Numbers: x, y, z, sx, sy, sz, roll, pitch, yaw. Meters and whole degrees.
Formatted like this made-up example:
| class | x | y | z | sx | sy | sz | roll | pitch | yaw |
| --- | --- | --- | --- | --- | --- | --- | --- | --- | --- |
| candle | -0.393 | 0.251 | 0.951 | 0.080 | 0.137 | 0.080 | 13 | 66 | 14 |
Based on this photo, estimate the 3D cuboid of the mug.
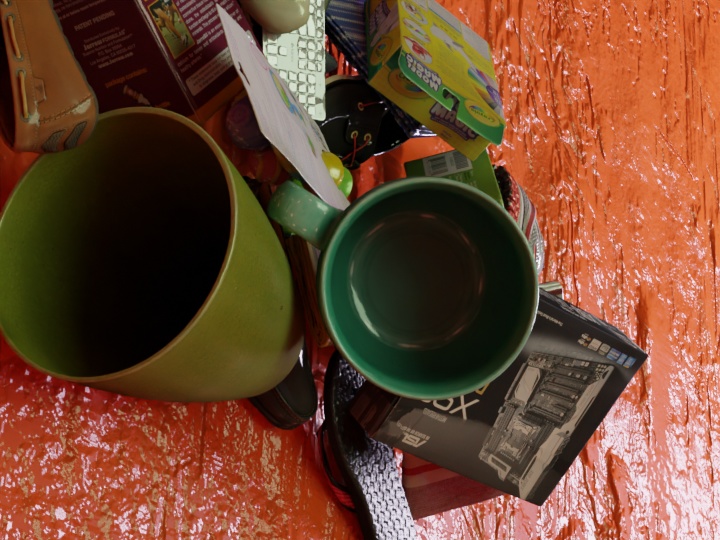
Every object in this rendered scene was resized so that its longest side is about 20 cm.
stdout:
| class | x | y | z | sx | sy | sz | roll | pitch | yaw |
| --- | --- | --- | --- | --- | --- | --- | --- | --- | --- |
| mug | 0.036 | -0.004 | 1.265 | 0.186 | 0.152 | 0.114 | 63 | -1 | -4 |

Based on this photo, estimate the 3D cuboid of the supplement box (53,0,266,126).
| class | x | y | z | sx | sy | sz | roll | pitch | yaw |
| --- | --- | --- | --- | --- | --- | --- | --- | --- | --- |
| supplement box | -0.166 | -0.204 | 1.314 | 0.201 | 0.085 | 0.110 | 62 | 36 | -16 |

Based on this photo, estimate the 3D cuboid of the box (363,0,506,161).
| class | x | y | z | sx | sy | sz | roll | pitch | yaw |
| --- | --- | --- | --- | --- | --- | --- | --- | --- | --- |
| box | 0.061 | -0.168 | 1.495 | 0.117 | 0.048 | 0.200 | 35 | 21 | -19 |

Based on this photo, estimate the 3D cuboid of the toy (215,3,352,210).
| class | x | y | z | sx | sy | sz | roll | pitch | yaw |
| --- | --- | --- | --- | --- | --- | --- | --- | --- | --- |
| toy | -0.063 | -0.095 | 1.306 | 0.200 | 0.047 | 0.116 | 40 | 25 | -59 |

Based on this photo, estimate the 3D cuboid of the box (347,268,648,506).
| class | x | y | z | sx | sy | sz | roll | pitch | yaw |
| --- | --- | --- | --- | --- | --- | --- | --- | --- | --- |
| box | 0.110 | 0.087 | 1.414 | 0.200 | 0.158 | 0.050 | 26 | 13 | -37 |

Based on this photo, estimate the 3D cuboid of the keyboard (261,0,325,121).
| class | x | y | z | sx | sy | sz | roll | pitch | yaw |
| --- | --- | --- | --- | --- | --- | --- | --- | --- | --- |
| keyboard | -0.054 | -0.219 | 1.423 | 0.056 | 0.011 | 0.201 | 6 | 78 | -36 |

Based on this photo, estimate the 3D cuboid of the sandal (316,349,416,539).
| class | x | y | z | sx | sy | sz | roll | pitch | yaw |
| --- | --- | --- | --- | --- | --- | --- | --- | --- | --- |
| sandal | -0.004 | 0.157 | 1.436 | 0.075 | 0.045 | 0.201 | -41 | 125 | -47 |

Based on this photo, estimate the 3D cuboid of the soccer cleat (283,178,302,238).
| class | x | y | z | sx | sy | sz | roll | pitch | yaw |
| --- | --- | --- | --- | --- | --- | --- | --- | --- | --- |
| soccer cleat | 0.000 | 0.000 | 1.483 | 0.200 | 0.067 | 0.081 | 53 | 27 | -26 |

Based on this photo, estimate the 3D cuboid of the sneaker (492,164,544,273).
| class | x | y | z | sx | sy | sz | roll | pitch | yaw |
| --- | --- | --- | --- | --- | --- | --- | --- | --- | --- |
| sneaker | 0.141 | 0.002 | 1.664 | 0.082 | 0.078 | 0.201 | 33 | 51 | -44 |

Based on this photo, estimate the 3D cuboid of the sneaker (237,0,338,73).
| class | x | y | z | sx | sy | sz | roll | pitch | yaw |
| --- | --- | --- | --- | --- | --- | --- | --- | --- | --- |
| sneaker | -0.068 | -0.243 | 1.466 | 0.081 | 0.074 | 0.201 | -4 | 86 | -34 |

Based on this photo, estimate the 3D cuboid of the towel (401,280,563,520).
| class | x | y | z | sx | sy | sz | roll | pitch | yaw |
| --- | --- | --- | --- | --- | --- | --- | --- | --- | --- |
| towel | 0.098 | 0.107 | 1.467 | 0.143 | 0.023 | 0.201 | -13 | 123 | -21 |

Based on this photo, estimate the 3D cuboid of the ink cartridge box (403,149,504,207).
| class | x | y | z | sx | sy | sz | roll | pitch | yaw |
| --- | --- | --- | --- | --- | --- | --- | --- | --- | --- |
| ink cartridge box | 0.099 | 0.012 | 1.522 | 0.148 | 0.075 | 0.201 | -95 | 170 | -67 |

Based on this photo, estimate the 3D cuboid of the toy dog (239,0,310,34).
| class | x | y | z | sx | sy | sz | roll | pitch | yaw |
| --- | --- | --- | --- | --- | --- | --- | --- | --- | --- |
| toy dog | -0.069 | -0.299 | 1.319 | 0.194 | 0.139 | 0.200 | 47 | -7 | 8 |

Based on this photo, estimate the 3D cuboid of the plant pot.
| class | x | y | z | sx | sy | sz | roll | pitch | yaw |
| --- | --- | --- | --- | --- | --- | --- | --- | --- | --- |
| plant pot | -0.121 | 0.014 | 1.228 | 0.200 | 0.186 | 0.188 | 39 | 46 | -58 |

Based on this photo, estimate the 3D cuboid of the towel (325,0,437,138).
| class | x | y | z | sx | sy | sz | roll | pitch | yaw |
| --- | --- | --- | --- | --- | --- | --- | --- | --- | --- |
| towel | 0.021 | -0.185 | 1.545 | 0.200 | 0.024 | 0.145 | 51 | 25 | 19 |

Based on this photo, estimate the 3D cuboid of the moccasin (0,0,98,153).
| class | x | y | z | sx | sy | sz | roll | pitch | yaw |
| --- | --- | --- | --- | --- | --- | --- | --- | --- | --- |
| moccasin | -0.245 | -0.162 | 1.178 | 0.077 | 0.074 | 0.202 | -14 | 72 | -33 |

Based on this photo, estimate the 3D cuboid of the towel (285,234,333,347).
| class | x | y | z | sx | sy | sz | roll | pitch | yaw |
| --- | --- | --- | --- | --- | --- | --- | --- | --- | --- |
| towel | 0.005 | 0.015 | 1.385 | 0.200 | 0.018 | 0.087 | 1 | 74 | -63 |

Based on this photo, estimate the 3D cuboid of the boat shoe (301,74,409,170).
| class | x | y | z | sx | sy | sz | roll | pitch | yaw |
| --- | --- | --- | --- | --- | --- | --- | --- | --- | --- |
| boat shoe | -0.011 | -0.121 | 1.496 | 0.063 | 0.074 | 0.201 | 46 | 30 | 11 |

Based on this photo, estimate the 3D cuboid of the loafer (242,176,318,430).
| class | x | y | z | sx | sy | sz | roll | pitch | yaw |
| --- | --- | --- | --- | --- | --- | --- | --- | --- | --- |
| loafer | -0.073 | 0.025 | 1.360 | 0.073 | 0.072 | 0.201 | -37 | 107 | -55 |
